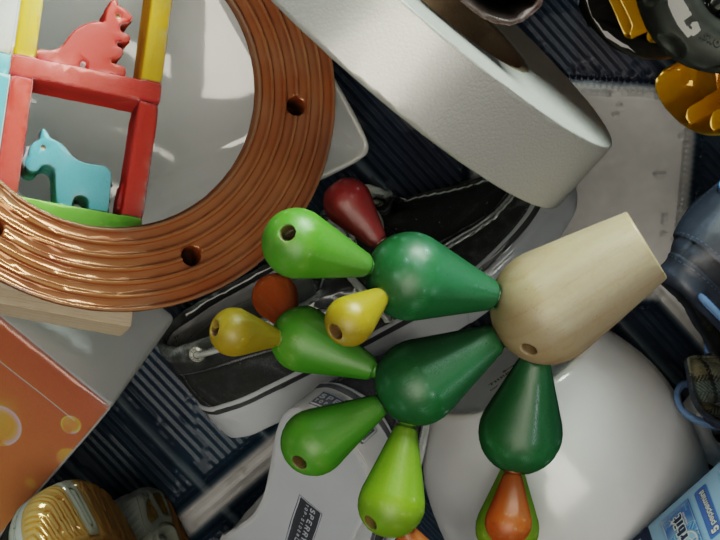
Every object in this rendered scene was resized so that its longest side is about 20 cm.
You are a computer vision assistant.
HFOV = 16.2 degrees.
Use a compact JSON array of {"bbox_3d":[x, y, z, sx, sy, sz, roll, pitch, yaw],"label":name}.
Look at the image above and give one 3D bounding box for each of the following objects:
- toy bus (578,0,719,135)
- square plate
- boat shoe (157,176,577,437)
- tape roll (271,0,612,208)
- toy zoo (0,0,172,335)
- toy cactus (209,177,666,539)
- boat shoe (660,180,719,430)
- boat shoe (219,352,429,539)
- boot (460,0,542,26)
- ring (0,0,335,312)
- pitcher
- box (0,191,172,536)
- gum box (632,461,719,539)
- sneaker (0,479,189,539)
[{"bbox_3d":[0.172,-0.182,1.043,0.192,0.136,0.200,-27,101,-3],"label":"toy bus"},{"bbox_3d":[-0.126,-0.098,1.129,0.198,0.028,0.200,-26,103,10],"label":"square plate"},{"bbox_3d":[0.000,-0.001,1.127,0.199,0.074,0.068,-28,118,20],"label":"boat shoe"},{"bbox_3d":[0.017,-0.105,1.029,0.203,0.203,0.037,39,103,-8],"label":"tape roll"},{"bbox_3d":[-0.148,-0.081,1.056,0.131,0.020,0.200,11,73,-16],"label":"toy zoo"},{"bbox_3d":[0.042,0.032,0.999,0.165,0.102,0.200,-31,113,5],"label":"toy cactus"},{"bbox_3d":[0.163,0.038,1.068,0.069,0.084,0.200,-43,131,-14],"label":"boat shoe"},{"bbox_3d":[-0.012,0.105,1.141,0.072,0.068,0.200,39,144,17],"label":"boat shoe"},{"bbox_3d":[0.011,-0.191,1.020,0.072,0.166,0.200,-39,99,11],"label":"boot"},{"bbox_3d":[-0.107,-0.079,1.048,0.200,0.019,0.201,5,76,-19],"label":"ring"},{"bbox_3d":[0.129,0.109,1.141,0.171,0.121,0.200,-33,111,-12],"label":"pitcher"},{"bbox_3d":[-0.199,0.066,1.125,0.124,0.098,0.200,39,115,-5],"label":"box"},{"bbox_3d":[0.231,0.112,1.056,0.170,0.045,0.200,32,114,-28],"label":"gum box"},{"bbox_3d":[-0.130,0.143,1.111,0.088,0.200,0.076,-27,78,5],"label":"sneaker"}]
